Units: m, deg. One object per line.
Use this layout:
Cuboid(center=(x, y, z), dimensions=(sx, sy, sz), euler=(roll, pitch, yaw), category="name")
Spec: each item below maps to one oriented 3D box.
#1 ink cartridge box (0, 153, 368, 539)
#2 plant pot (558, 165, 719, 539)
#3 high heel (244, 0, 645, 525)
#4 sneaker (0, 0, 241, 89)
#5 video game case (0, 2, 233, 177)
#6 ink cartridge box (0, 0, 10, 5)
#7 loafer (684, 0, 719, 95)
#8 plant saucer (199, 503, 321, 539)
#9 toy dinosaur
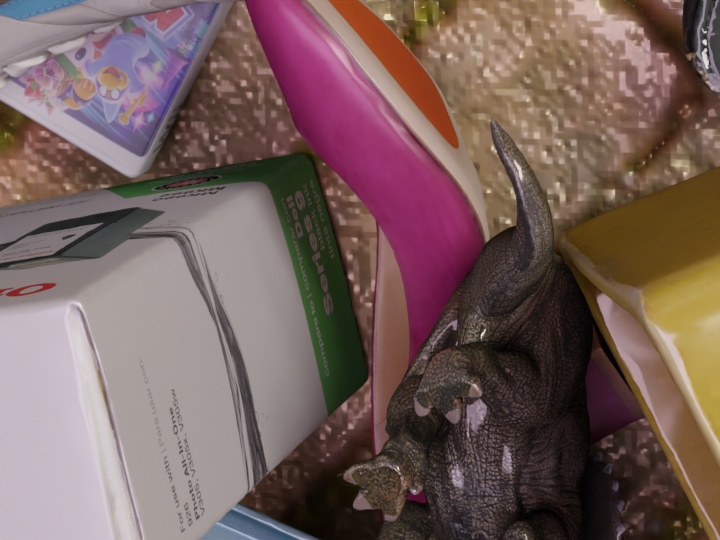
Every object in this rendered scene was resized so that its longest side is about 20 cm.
Cuboid(center=(-0.100, 0.033, 0.796), dimensions=(0.146, 0.200, 0.084), euler=(-9, 100, 18), category="ink cartridge box")
Cuboid(center=(0.192, 0.037, 0.722), dimensions=(0.200, 0.196, 0.194), euler=(-28, 96, 2), category="plant pot")
Cuboid(center=(0.000, 0.000, 0.805), dimensions=(0.096, 0.067, 0.200), euler=(-31, 114, 13), category="high heel")
Cuboid(center=(-0.104, -0.098, 0.813), dimensions=(0.200, 0.077, 0.081), euler=(-1, 140, 6), category="sneaker")
Cuboid(center=(-0.086, -0.148, 0.838), dimensions=(0.143, 0.018, 0.200), euler=(31, 111, 7), category="video game case")
Cuboid(center=(-0.090, -0.157, 0.717), dimensions=(0.145, 0.200, 0.083), euler=(60, 153, -3), category="ink cartridge box")
Cuboid(center=(0.153, -0.126, 0.747), dimensions=(0.072, 0.063, 0.200), euler=(39, 111, 5), category="loafer")
Cuboid(center=(0.022, 0.134, 0.810), dimensions=(0.200, 0.019, 0.070), euler=(23, 81, 5), category="plant saucer")
Cuboid(center=(0.038, 0.043, 0.762), dimensions=(0.077, 0.102, 0.200), euler=(-3, 116, 26), category="toy dinosaur")
